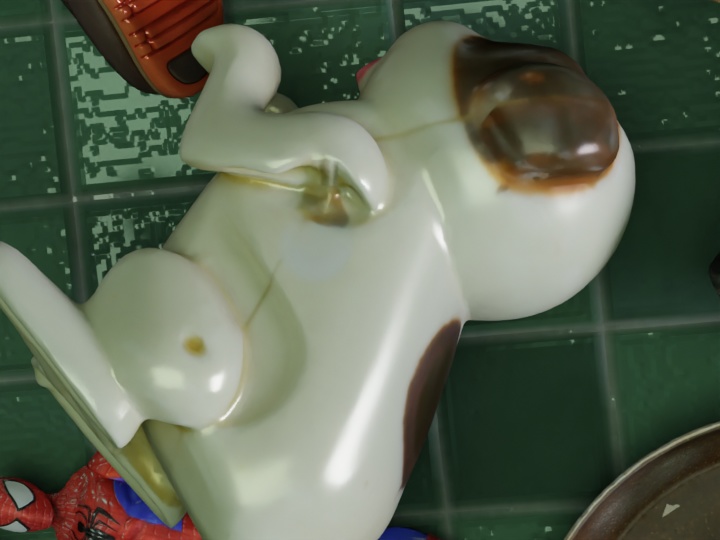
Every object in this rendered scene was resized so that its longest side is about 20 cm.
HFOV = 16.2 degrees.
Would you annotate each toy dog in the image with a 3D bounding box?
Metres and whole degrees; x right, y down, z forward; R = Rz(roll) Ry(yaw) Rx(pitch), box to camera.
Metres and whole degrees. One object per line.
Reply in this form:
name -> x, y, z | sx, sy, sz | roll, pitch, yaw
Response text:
toy dog -> 0.000, 0.000, 0.824 | 0.200, 0.140, 0.194 | -41, 61, -10

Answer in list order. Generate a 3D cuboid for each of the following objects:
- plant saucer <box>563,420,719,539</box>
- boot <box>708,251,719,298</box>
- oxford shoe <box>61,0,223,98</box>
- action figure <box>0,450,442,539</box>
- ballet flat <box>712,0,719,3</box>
plant saucer -> 0.155, 0.145, 0.887 | 0.198, 0.034, 0.202 | 1, 97, 5
boot -> 0.221, 0.044, 0.817 | 0.199, 0.069, 0.175 | -21, 102, 19
oxford shoe -> -0.115, -0.144, 0.873 | 0.072, 0.071, 0.201 | -23, 98, 37
action figure -> -0.039, 0.104, 0.898 | 0.198, 0.052, 0.066 | 14, 103, 7
ballet flat -> 0.173, -0.154, 0.801 | 0.199, 0.069, 0.063 | -36, 66, 5
